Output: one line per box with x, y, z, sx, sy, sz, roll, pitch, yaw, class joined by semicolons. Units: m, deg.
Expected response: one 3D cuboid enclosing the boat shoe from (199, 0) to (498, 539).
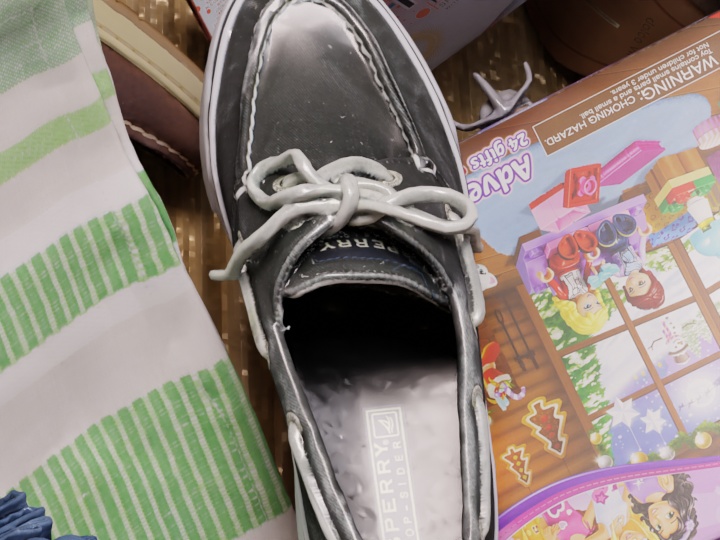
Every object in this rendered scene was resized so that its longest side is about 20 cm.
-0.003;0.001;0.784;0.073;0.068;0.201;-4;68;-3;boat shoe

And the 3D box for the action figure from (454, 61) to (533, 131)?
0.084;0.020;0.876;0.130;0.069;0.201;-34;69;9;action figure

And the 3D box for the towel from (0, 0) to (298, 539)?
-0.093;0.035;0.752;0.023;0.201;0.152;11;41;46;towel

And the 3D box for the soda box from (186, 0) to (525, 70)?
0.041;-0.125;0.899;0.068;0.200;0.064;22;37;-61;soda box

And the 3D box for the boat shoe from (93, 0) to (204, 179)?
-0.130;-0.071;0.878;0.199;0.072;0.072;30;88;-19;boat shoe

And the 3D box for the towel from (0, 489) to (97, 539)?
-0.120;0.135;0.670;0.048;0.112;0.200;2;18;30;towel

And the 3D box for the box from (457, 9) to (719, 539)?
0.095;0.007;0.822;0.199;0.039;0.137;-27;66;4;box

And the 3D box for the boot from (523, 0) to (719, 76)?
0.136;-0.087;1.000;0.145;0.070;0.201;0;58;-30;boot
